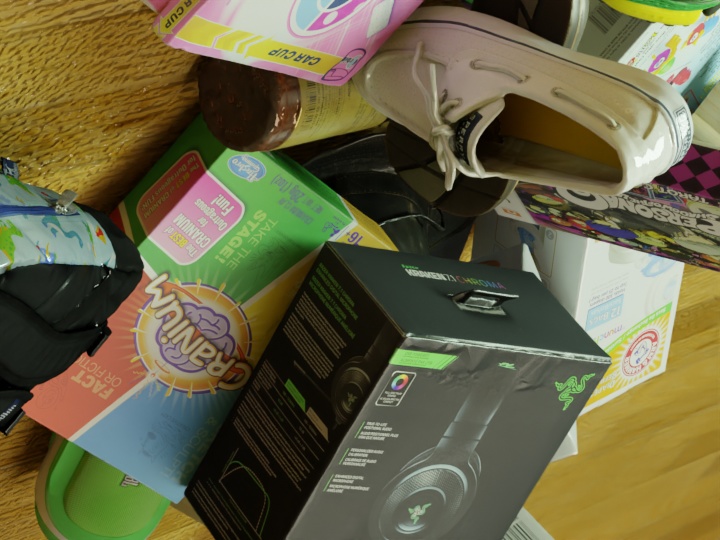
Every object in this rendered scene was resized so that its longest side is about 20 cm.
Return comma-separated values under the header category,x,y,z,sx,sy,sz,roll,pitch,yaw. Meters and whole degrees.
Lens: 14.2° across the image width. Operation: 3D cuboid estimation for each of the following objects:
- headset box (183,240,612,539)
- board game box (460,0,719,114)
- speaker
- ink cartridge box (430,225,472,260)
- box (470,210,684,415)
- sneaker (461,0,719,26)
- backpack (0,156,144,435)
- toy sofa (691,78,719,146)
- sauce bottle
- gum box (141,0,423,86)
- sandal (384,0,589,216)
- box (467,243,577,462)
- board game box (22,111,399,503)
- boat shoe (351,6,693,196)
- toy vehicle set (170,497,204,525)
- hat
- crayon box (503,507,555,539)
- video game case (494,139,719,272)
category,x,y,z,sx,sy,sz,roll,pitch,yaw
headset box,0.025,0.085,1.663,0.173,0.093,0.201,9,120,-43
board game box,0.156,-0.149,1.723,0.105,0.103,0.200,-48,160,9
speaker,-0.139,0.097,1.782,0.088,0.089,0.200,-23,155,-38
ink cartridge box,0.030,-0.031,1.875,0.099,0.039,0.200,-29,158,-23
box,0.147,-0.015,1.929,0.112,0.101,0.201,-24,135,-36
sneaker,0.123,-0.183,1.542,0.199,0.079,0.085,2,167,-19
backpack,-0.210,0.014,1.404,0.163,0.154,0.200,-39,-177,9
toy sofa,0.260,-0.076,1.801,0.098,0.083,0.200,-53,167,15
sauce bottle,-0.004,-0.108,1.593,0.199,0.066,0.066,-13,148,-49
gum box,-0.033,-0.161,1.413,0.114,0.066,0.200,-45,160,17
sandal,0.076,-0.104,1.550,0.054,0.082,0.200,-33,158,-41
box,0.028,0.078,1.823,0.199,0.098,0.125,-19,-157,12
board game box,-0.094,0.022,1.632,0.200,0.040,0.153,-48,131,9
boat shoe,0.064,-0.075,1.472,0.086,0.201,0.075,-37,136,-42
toy vehicle set,-0.045,0.143,1.906,0.124,0.199,0.027,-23,125,-41
hat,0.000,0.000,1.748,0.199,0.081,0.201,-16,154,-8
crayon box,0.041,0.185,2.131,0.127,0.200,0.051,-31,144,-17
video game case,0.160,-0.046,1.685,0.181,0.199,0.036,49,58,-71
